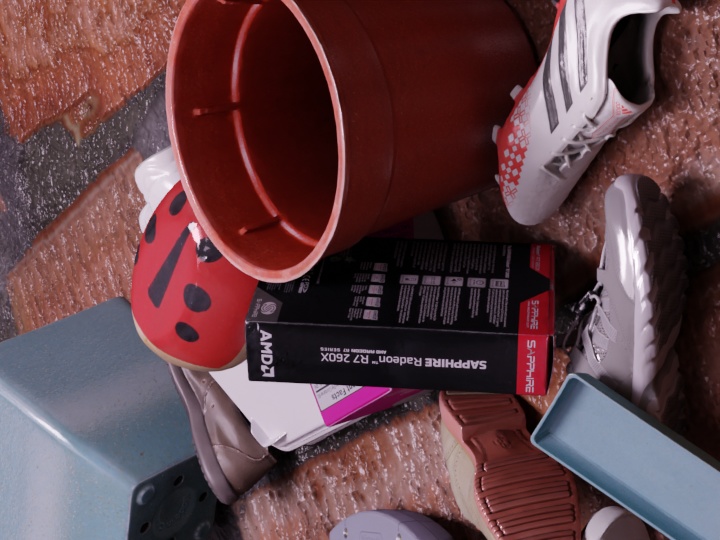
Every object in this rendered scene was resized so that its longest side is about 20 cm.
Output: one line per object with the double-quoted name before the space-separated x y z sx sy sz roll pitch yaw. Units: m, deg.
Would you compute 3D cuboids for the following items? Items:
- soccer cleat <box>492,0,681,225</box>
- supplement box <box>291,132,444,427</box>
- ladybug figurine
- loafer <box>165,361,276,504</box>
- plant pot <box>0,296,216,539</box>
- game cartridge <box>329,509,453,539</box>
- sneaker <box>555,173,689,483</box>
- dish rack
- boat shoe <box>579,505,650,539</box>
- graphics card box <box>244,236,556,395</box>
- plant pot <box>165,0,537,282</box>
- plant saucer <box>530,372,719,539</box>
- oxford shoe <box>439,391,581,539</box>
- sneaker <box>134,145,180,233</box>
"soccer cleat" 0.142 -0.105 1.043 0.085 0.068 0.201 47 131 39
"supplement box" 0.000 0.000 1.237 0.103 0.101 0.202 -32 76 53
"ladybug figurine" -0.121 -0.001 1.248 0.136 0.071 0.201 53 137 26
"loafer" -0.124 0.109 1.484 0.073 0.070 0.201 66 -178 -67
"plant pot" -0.237 0.177 1.554 0.199 0.195 0.198 31 126 31
"game cartridge" 0.024 0.255 1.295 0.200 0.041 0.135 165 110 -69
"sneaker" 0.158 0.038 1.043 0.081 0.075 0.202 6 109 27
"dish rack" -0.073 0.072 1.350 0.172 0.044 0.200 51 146 -4
"boat shoe" 0.154 0.247 1.143 0.063 0.070 0.202 27 124 44
"graphics card box" 0.030 0.027 1.097 0.126 0.198 0.051 -78 -10 -60
"plant pot" 0.004 -0.110 1.115 0.200 0.194 0.203 22 118 48
"plant saucer" 0.202 0.137 1.021 0.199 0.019 0.070 34 132 10
"oxford shoe" 0.104 0.159 1.157 0.201 0.070 0.074 -109 18 -55
"sneaker" -0.144 -0.037 1.393 0.081 0.070 0.200 59 172 13
